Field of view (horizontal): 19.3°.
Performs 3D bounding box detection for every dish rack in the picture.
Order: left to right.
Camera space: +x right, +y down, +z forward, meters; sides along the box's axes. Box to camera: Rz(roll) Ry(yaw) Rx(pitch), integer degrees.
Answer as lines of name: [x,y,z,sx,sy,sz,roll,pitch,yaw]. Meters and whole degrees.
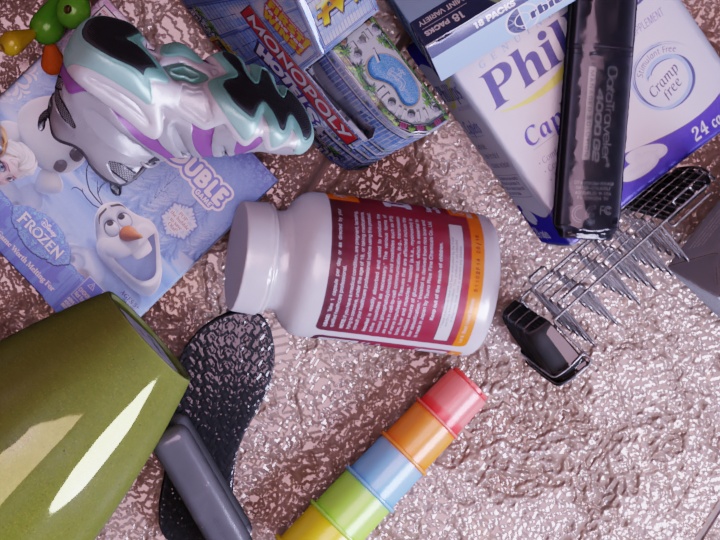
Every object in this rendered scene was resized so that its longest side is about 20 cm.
dish rack: [0.199,-0.003,1.648,0.200,0.153,0.055,-42,100,-1]

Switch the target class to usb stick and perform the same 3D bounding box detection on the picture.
usb stick: [0.177,-0.124,1.599,0.055,0.033,0.202,3,93,-14]

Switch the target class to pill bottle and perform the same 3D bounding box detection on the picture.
pill bottle: [0.000,0.000,1.641,0.198,0.113,0.114,7,92,-14]

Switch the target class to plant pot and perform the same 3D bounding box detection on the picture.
plant pot: [-0.231,0.116,1.590,0.200,0.187,0.187,-43,97,0]

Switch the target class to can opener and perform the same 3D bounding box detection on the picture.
can opener: [-0.119,0.211,1.657,0.067,0.053,0.201,-28,106,3]

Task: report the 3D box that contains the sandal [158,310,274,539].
sandal: [-0.121,0.121,1.683,0.075,0.048,0.202,15,104,-8]

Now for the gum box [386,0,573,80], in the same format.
gum box: [0.086,-0.259,1.612,0.169,0.200,0.045,-31,139,-1]

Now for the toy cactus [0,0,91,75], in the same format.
toy cactus: [-0.208,-0.239,1.608,0.198,0.166,0.103,-15,140,10]

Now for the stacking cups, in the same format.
stacking cups: [0.018,0.158,1.690,0.060,0.060,0.200,42,87,-7]

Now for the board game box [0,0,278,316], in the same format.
board game box: [-0.202,-0.074,1.660,0.199,0.043,0.200,-45,97,-3]

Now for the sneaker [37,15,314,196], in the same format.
sneaker: [-0.146,-0.102,1.597,0.199,0.078,0.140,22,127,-17]

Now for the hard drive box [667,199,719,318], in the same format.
hard drive box: [0.364,0.003,1.672,0.200,0.077,0.156,39,89,-33]

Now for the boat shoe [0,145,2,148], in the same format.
boat shoe: [-0.325,-0.149,1.605,0.084,0.069,0.202,-16,76,8]

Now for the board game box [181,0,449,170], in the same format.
board game box: [-0.030,-0.167,1.591,0.062,0.200,0.200,-40,96,-19]

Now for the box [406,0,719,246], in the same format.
box: [0.169,-0.153,1.665,0.183,0.105,0.201,-37,96,-4]
